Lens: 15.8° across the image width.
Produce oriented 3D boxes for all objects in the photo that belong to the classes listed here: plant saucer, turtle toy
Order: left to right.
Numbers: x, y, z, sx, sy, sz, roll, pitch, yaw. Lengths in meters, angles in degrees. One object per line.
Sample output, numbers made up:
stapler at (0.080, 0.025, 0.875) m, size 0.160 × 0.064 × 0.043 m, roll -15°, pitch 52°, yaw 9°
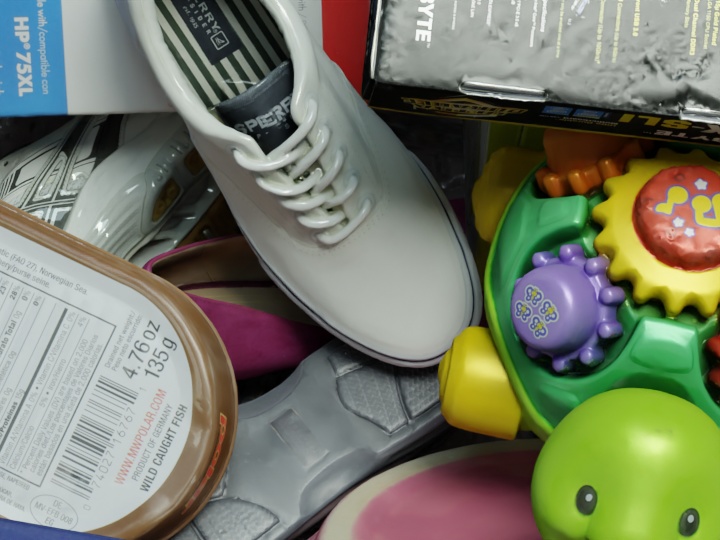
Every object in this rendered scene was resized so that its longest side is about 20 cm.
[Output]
plant saucer at (0.062, 0.112, 0.921) m, size 0.200 × 0.051 × 0.201 m, roll -4°, pitch 21°, yaw 2°
turtle toy at (0.103, 0.023, 0.888) m, size 0.145 × 0.101 × 0.200 m, roll 11°, pitch 62°, yaw 2°

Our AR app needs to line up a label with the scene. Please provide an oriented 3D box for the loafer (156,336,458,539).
loafer at (-0.039, 0.083, 0.992) m, size 0.200 × 0.063 × 0.072 m, roll -27°, pitch 63°, yaw -11°

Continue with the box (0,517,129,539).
box at (-0.141, 0.123, 0.919) m, size 0.199 × 0.121 × 0.032 m, roll 9°, pitch 59°, yaw 0°

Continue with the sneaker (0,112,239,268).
sneaker at (-0.128, 0.000, 1.037) m, size 0.088 × 0.076 × 0.200 m, roll 24°, pitch 59°, yaw 36°

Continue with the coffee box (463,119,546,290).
coffee box at (0.145, -0.120, 1.021) m, size 0.199 × 0.200 × 0.198 m, roll 3°, pitch 40°, yaw -2°

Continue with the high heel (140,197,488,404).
high heel at (0.000, 0.000, 1.022) m, size 0.200 × 0.096 × 0.067 m, roll -26°, pitch 63°, yaw -19°

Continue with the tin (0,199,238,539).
tin at (-0.140, 0.030, 0.945) m, size 0.200 × 0.042 × 0.112 m, roll 25°, pitch 84°, yaw 10°

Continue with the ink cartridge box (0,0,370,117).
ink cartridge box at (-0.053, -0.106, 1.031) m, size 0.199 × 0.067 × 0.116 m, roll -1°, pitch 16°, yaw 0°

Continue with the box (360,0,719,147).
box at (0.089, -0.146, 0.861) m, size 0.159 × 0.049 × 0.201 m, roll 6°, pitch 84°, yaw -4°

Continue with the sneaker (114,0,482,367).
sneaker at (-0.028, -0.043, 0.942) m, size 0.073 × 0.071 × 0.200 m, roll -38°, pitch 96°, yaw 7°
